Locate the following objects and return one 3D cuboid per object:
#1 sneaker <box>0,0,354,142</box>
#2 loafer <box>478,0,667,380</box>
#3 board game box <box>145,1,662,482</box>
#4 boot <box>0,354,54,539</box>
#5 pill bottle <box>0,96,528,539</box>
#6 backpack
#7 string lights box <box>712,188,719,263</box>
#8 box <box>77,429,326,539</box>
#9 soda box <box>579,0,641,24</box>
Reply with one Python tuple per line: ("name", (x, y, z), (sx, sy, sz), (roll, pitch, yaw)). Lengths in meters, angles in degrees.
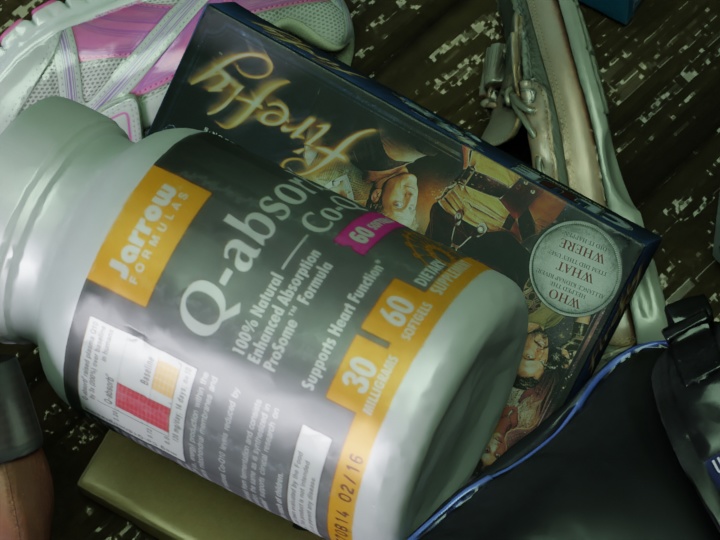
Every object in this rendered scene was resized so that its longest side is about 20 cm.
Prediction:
("sneaker", (-0.084, -0.076, 1.165), (0.200, 0.081, 0.088), (-37, 70, -10))
("loafer", (0.076, -0.041, 1.144), (0.062, 0.072, 0.201), (-14, 63, -1))
("board game box", (0.000, 0.000, 1.100), (0.199, 0.035, 0.136), (29, 104, 14))
("boot", (-0.149, 0.133, 1.080), (0.068, 0.188, 0.201), (-15, 96, -31))
("pill bottle", (-0.048, 0.017, 1.038), (0.199, 0.116, 0.117), (25, 72, 15))
("backpack", (0.116, 0.148, 1.010), (0.200, 0.154, 0.190), (-41, 64, -11))
("string lights box", (0.221, 0.023, 1.083), (0.059, 0.103, 0.200), (-30, 62, -15))
("box", (0.011, 0.067, 1.137), (0.199, 0.021, 0.164), (27, 72, 13))
("soda box", (0.045, -0.189, 1.208), (0.199, 0.068, 0.064), (29, 72, 13))
